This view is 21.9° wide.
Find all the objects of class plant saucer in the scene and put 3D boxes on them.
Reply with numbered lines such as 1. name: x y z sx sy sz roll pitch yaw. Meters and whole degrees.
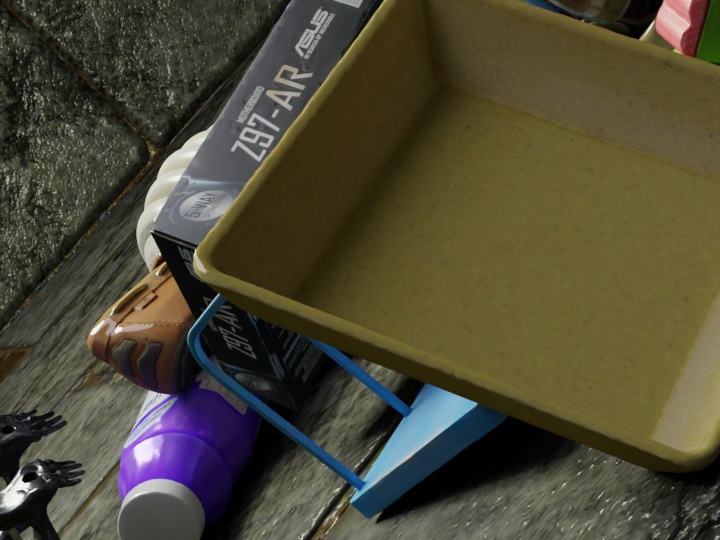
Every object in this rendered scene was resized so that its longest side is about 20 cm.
1. plant saucer: 0.067 -0.016 0.715 0.200 0.199 0.049 -56 -20 -38

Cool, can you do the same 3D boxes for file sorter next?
1. file sorter: 0.033 -0.018 0.847 0.200 0.122 0.139 -54 5 -33

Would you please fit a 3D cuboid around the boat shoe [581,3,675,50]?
1. boat shoe: 0.131 -0.099 0.951 0.074 0.066 0.200 -52 13 -24

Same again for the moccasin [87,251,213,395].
1. moccasin: -0.101 0.009 1.139 0.202 0.077 0.074 -53 -23 -52

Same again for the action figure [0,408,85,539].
1. action figure: -0.180 0.187 1.027 0.119 0.101 0.201 40 128 52

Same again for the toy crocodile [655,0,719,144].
1. toy crocodile: 0.152 -0.111 0.778 0.068 0.061 0.201 -127 46 -64

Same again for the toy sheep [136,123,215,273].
1. toy sheep: -0.091 -0.033 1.332 0.138 0.138 0.200 -34 17 47

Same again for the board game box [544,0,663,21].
1. board game box: 0.128 -0.187 0.976 0.200 0.032 0.121 21 -87 -63

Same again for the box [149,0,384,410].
1. box: -0.020 -0.052 0.955 0.201 0.043 0.161 -61 -24 -22

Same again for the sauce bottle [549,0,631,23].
1. sauce bottle: 0.134 -0.206 0.812 0.065 0.064 0.201 -70 6 -63

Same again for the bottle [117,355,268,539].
1. bottle: -0.101 0.103 1.103 0.083 0.065 0.200 -42 13 20
